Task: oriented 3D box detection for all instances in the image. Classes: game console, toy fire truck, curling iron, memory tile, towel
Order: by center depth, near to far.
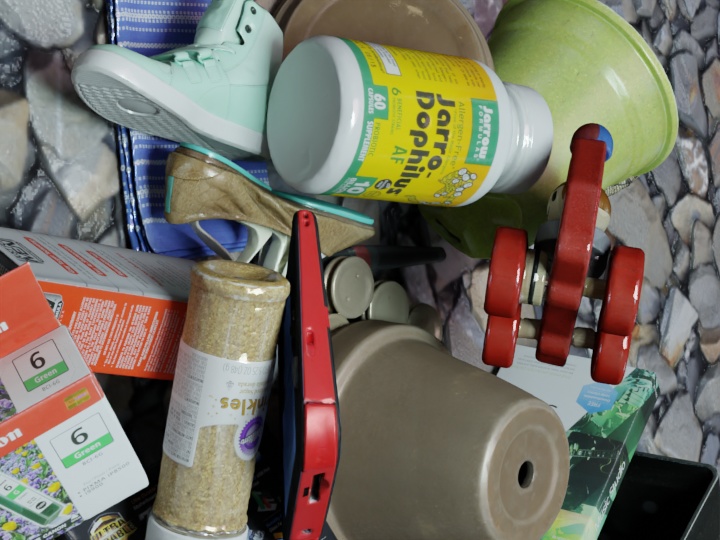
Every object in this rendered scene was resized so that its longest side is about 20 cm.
[{"bbox_3d":[-0.043,0.081,1.104,0.031,0.201,0.178,-3,61,-9],"label":"game console"},{"bbox_3d":[-0.124,-0.111,1.203,0.144,0.024,0.202,-8,92,-47],"label":"towel"},{"bbox_3d":[0.159,-0.018,1.216,0.201,0.111,0.169,86,14,-61],"label":"toy fire truck"},{"bbox_3d":[-0.004,0.102,1.296,0.153,0.017,0.202,31,71,-45],"label":"memory tile"},{"bbox_3d":[0.000,0.000,1.322,0.199,0.025,0.050,-14,101,-46],"label":"curling iron"}]

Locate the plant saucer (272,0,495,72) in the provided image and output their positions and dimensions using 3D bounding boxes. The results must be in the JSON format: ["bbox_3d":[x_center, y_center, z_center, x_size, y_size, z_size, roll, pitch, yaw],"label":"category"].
[{"bbox_3d":[0.017,-0.157,1.275,0.198,0.029,0.202,3,75,-13],"label":"plant saucer"}]

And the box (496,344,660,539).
[{"bbox_3d":[0.160,0.160,1.390,0.201,0.143,0.036,-61,144,-31],"label":"box"}]

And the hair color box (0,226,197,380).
[{"bbox_3d":[-0.170,0.025,1.077,0.199,0.101,0.062,12,104,-45],"label":"hair color box"}]

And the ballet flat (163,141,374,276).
[{"bbox_3d":[-0.072,-0.034,1.199,0.199,0.068,0.073,20,90,-46],"label":"ballet flat"}]

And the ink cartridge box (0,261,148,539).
[{"bbox_3d":[-0.210,0.093,0.979,0.108,0.050,0.201,-29,144,-11],"label":"ink cartridge box"}]

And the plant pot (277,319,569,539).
[{"bbox_3d":[0.061,0.147,1.233,0.199,0.174,0.203,-8,101,-46],"label":"plant pot"}]

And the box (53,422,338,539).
[{"bbox_3d":[-0.099,0.224,1.134,0.199,0.050,0.199,-30,85,-45],"label":"box"}]

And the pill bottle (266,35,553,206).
[{"bbox_3d":[0.041,-0.106,1.178,0.198,0.112,0.114,4,83,-34],"label":"pill bottle"}]

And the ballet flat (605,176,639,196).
[{"bbox_3d":[0.212,-0.156,1.539,0.075,0.068,0.201,-39,117,-24],"label":"ballet flat"}]

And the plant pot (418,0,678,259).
[{"bbox_3d":[0.141,-0.112,1.382,0.184,0.200,0.201,-43,117,-26],"label":"plant pot"}]

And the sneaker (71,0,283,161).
[{"bbox_3d":[-0.127,-0.157,1.136,0.200,0.073,0.120,18,77,-56],"label":"sneaker"}]

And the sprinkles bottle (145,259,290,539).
[{"bbox_3d":[-0.095,0.097,1.055,0.068,0.068,0.202,-2,107,-46],"label":"sprinkles bottle"}]

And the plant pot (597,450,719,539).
[{"bbox_3d":[0.206,0.288,1.408,0.200,0.198,0.178,-52,135,-36],"label":"plant pot"}]
